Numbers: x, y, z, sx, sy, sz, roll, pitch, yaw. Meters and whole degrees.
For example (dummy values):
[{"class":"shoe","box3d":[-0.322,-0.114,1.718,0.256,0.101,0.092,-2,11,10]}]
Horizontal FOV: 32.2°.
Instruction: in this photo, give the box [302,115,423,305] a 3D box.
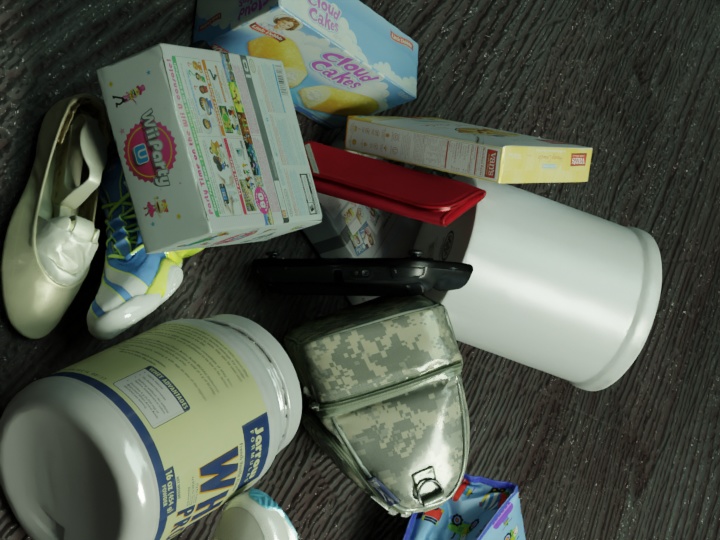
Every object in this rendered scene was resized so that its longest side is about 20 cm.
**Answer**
[{"class":"box","box3d":[0.021,-0.036,1.284,0.200,0.041,0.156,56,40,-22]}]

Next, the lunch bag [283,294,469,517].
[{"class":"lunch bag","box3d":[0.020,0.117,1.098,0.139,0.200,0.168,-19,93,-9]}]

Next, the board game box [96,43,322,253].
[{"class":"board game box","box3d":[-0.114,-0.097,1.007,0.200,0.064,0.148,-10,85,-67]}]

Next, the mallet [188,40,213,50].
[{"class":"mallet","box3d":[-0.155,-0.139,1.059,0.066,0.041,0.200,60,24,-17]}]

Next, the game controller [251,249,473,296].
[{"class":"game controller","box3d":[0.000,0.000,1.118,0.104,0.200,0.042,-9,98,-51]}]

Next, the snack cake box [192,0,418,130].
[{"class":"snack cake box","box3d":[-0.048,-0.216,1.196,0.200,0.115,0.067,26,59,-45]}]

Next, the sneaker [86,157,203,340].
[{"class":"sneaker","box3d":[-0.186,-0.027,0.995,0.105,0.076,0.200,51,26,-13]}]

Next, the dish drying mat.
[{"class":"dish drying mat","box3d":[0.012,-0.084,1.165,0.077,0.200,0.018,-35,133,-45]}]

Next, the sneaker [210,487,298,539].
[{"class":"sneaker","box3d":[-0.105,0.256,0.932,0.081,0.076,0.200,-5,119,-51]}]

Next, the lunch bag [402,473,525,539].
[{"class":"lunch bag","box3d":[0.078,0.309,1.176,0.200,0.094,0.151,-57,149,-34]}]

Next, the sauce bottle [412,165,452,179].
[{"class":"sauce bottle","box3d":[0.119,-0.031,1.324,0.200,0.066,0.066,56,41,-24]}]

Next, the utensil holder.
[{"class":"utensil holder","box3d":[0.166,0.008,1.225,0.200,0.170,0.170,20,59,-16]}]

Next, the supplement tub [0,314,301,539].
[{"class":"supplement tub","box3d":[-0.150,0.120,0.927,0.200,0.145,0.145,-26,99,-52]}]

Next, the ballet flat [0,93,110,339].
[{"class":"ballet flat","box3d":[-0.226,-0.047,0.954,0.069,0.069,0.200,27,58,-44]}]

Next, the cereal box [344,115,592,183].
[{"class":"cereal box","box3d":[0.104,-0.119,1.215,0.144,0.200,0.040,-6,106,-47]}]
